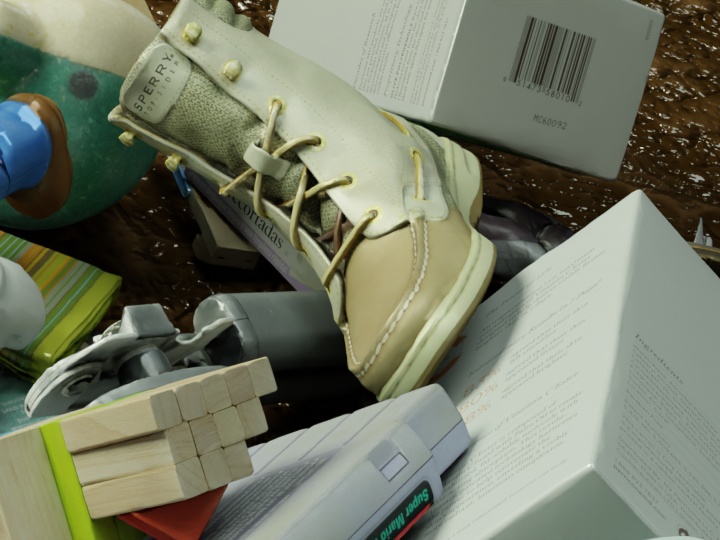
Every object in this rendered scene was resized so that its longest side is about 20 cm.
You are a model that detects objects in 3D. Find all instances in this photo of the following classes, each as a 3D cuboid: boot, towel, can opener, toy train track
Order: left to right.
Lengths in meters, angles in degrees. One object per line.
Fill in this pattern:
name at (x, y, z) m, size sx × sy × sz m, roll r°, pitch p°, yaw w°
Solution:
towel at (-0.199, -0.009, 0.951) m, size 0.199 × 0.018 × 0.086 m, roll 20°, pitch 26°, yaw 7°
toy train track at (-0.092, -0.062, 1.126) m, size 0.114 × 0.033 × 0.200 m, roll 8°, pitch 36°, yaw -30°
can opener at (-0.047, 0.046, 0.915) m, size 0.200 × 0.053 × 0.067 m, roll -2°, pitch 57°, yaw -54°
boot at (-0.026, -0.034, 0.924) m, size 0.154 × 0.072 × 0.200 m, roll 33°, pitch 21°, yaw -13°

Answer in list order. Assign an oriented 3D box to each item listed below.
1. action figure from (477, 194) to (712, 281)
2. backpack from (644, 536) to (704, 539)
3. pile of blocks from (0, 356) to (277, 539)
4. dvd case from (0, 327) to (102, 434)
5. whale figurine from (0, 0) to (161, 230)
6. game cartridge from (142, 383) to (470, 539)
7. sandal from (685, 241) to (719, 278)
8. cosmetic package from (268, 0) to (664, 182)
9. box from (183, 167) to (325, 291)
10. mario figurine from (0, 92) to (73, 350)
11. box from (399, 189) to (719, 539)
action figure at (0.084, -0.007, 1.089) m, size 0.199 × 0.070 × 0.130 m, roll 26°, pitch 23°, yaw 8°
backpack at (0.111, 0.175, 0.677) m, size 0.199 × 0.178 × 0.151 m, roll 27°, pitch 29°, yaw 13°
pile of blocks at (-0.116, 0.086, 0.785) m, size 0.199 × 0.063 × 0.082 m, roll -16°, pitch 0°, yaw 17°
dvd case at (-0.153, 0.049, 0.912) m, size 0.146 × 0.022 × 0.200 m, roll -16°, pitch 42°, yaw -44°
whale figurine at (-0.180, -0.078, 1.012) m, size 0.199 × 0.104 × 0.159 m, roll 13°, pitch -5°, yaw -22°
game cartridge at (-0.056, 0.106, 0.767) m, size 0.129 × 0.039 × 0.200 m, roll -16°, pitch 14°, yaw 36°
sandal at (0.163, 0.022, 1.015) m, size 0.199 × 0.082 × 0.055 m, roll 8°, pitch 33°, yaw -43°
cosmetic package at (0.043, -0.107, 1.125) m, size 0.107 × 0.085 × 0.200 m, roll 15°, pitch 2°, yaw -25°
box at (0.000, 0.000, 1.032) m, size 0.041 × 0.039 × 0.200 m, roll -12°, pitch 47°, yaw -44°
mario figurine at (-0.197, -0.001, 0.880) m, size 0.123 × 0.107 × 0.200 m, roll -5°, pitch 24°, yaw 35°
box at (0.077, 0.080, 0.846) m, size 0.098 × 0.124 × 0.200 m, roll 46°, pitch 27°, yaw -14°
